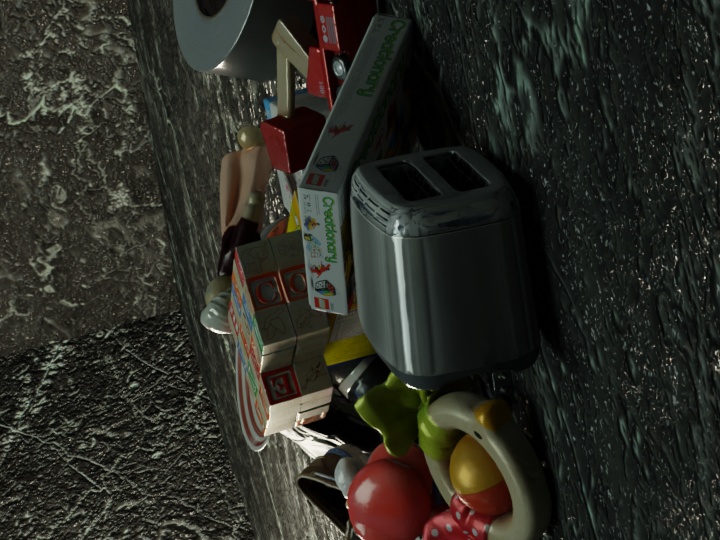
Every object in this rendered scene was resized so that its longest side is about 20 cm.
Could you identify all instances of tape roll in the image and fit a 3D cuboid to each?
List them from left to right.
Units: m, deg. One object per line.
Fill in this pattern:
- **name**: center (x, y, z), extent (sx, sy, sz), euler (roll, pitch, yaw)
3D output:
- **tape roll**: center (-0.102, -0.275, 1.701), extent (0.200, 0.066, 0.202), euler (-22, 65, 58)

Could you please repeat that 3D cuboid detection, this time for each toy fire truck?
- **toy fire truck**: center (-0.036, -0.177, 1.584), extent (0.140, 0.048, 0.202), euler (17, 123, 50)

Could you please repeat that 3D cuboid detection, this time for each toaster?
- **toaster**: center (0.056, -0.004, 1.299), extent (0.200, 0.113, 0.130), euler (-122, 23, -68)

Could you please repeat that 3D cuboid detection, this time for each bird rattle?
- **bird rattle**: center (0.084, 0.161, 1.436), extent (0.163, 0.112, 0.202), euler (-6, 102, 63)

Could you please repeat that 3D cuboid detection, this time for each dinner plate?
- **dinner plate**: center (-0.088, 0.072, 1.796), extent (0.200, 0.024, 0.202), euler (-176, 90, -74)

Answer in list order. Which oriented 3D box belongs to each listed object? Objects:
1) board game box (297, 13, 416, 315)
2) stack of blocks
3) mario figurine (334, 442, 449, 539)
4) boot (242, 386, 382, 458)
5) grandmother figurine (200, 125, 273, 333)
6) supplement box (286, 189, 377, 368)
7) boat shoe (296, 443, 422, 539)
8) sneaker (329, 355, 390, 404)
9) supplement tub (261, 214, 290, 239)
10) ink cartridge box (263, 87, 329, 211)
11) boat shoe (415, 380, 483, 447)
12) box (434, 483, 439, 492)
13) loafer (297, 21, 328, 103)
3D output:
- **board game box**: center (0.000, -0.083, 1.426), extent (0.127, 0.034, 0.201), euler (85, -160, -46)
- **stack of blocks**: center (-0.067, 0.057, 1.591), extent (0.200, 0.058, 0.116), euler (106, 148, -71)
- **mario figurine**: center (0.044, 0.180, 1.608), extent (0.107, 0.123, 0.200), euler (61, -178, 16)
- **boot**: center (-0.017, 0.165, 1.883), extent (0.130, 0.199, 0.068), euler (14, 80, 56)
- **grandmother figurine**: center (-0.114, -0.028, 1.761), extent (0.122, 0.060, 0.202), euler (93, -176, -57)
- **supplement box**: center (0.000, 0.000, 1.625), extent (0.200, 0.108, 0.110), euler (109, 145, -72)
- **boat shoe**: center (0.017, 0.244, 1.753), extent (0.200, 0.072, 0.073), euler (36, 133, 36)
- **sneaker**: center (0.020, 0.120, 1.796), extent (0.112, 0.073, 0.200), euler (44, 179, 19)
- **supplement tub**: center (-0.061, 0.014, 1.946), extent (0.200, 0.121, 0.124), euler (115, 139, -75)
- **ink cartridge box**: center (-0.035, -0.105, 1.789), extent (0.200, 0.067, 0.116), euler (-139, 36, -73)
- **boat shoe**: center (0.061, 0.123, 1.607), extent (0.200, 0.056, 0.069), euler (111, 144, -73)
- **box**: center (0.068, 0.251, 1.821), extent (0.121, 0.032, 0.202), euler (-134, 33, -71)
- **loafer**: center (-0.036, -0.188, 1.691), extent (0.201, 0.062, 0.072), euler (-116, 15, -49)
